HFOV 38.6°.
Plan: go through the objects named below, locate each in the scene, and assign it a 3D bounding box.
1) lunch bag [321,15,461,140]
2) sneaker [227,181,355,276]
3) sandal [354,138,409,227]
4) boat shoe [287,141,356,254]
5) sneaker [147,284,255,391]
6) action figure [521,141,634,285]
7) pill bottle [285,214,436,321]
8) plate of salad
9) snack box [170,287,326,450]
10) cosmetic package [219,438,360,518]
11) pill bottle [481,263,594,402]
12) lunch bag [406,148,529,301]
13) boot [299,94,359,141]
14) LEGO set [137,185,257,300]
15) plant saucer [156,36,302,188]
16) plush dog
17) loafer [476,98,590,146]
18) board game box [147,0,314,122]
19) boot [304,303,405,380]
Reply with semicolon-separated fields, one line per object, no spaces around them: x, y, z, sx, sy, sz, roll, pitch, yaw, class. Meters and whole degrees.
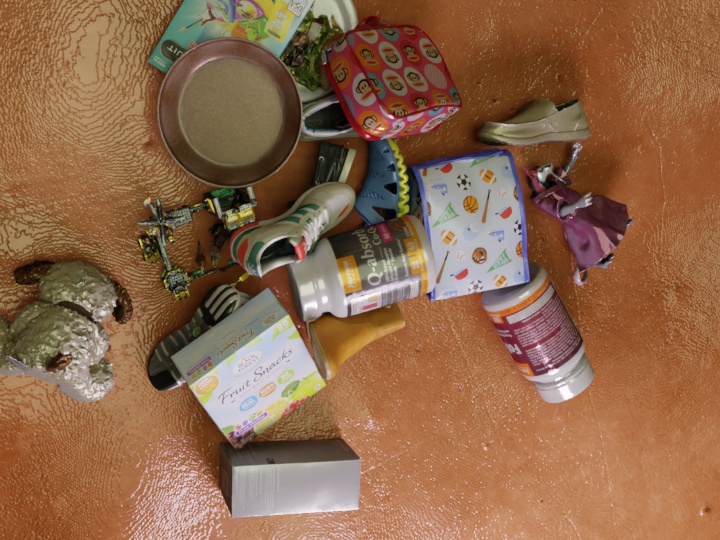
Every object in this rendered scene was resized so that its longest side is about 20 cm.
0.042;-0.281;1.461;0.199;0.082;0.178;-16;76;-47;lunch bag
-0.080;-0.050;1.414;0.198;0.093;0.071;-28;127;-16;sneaker
0.028;-0.103;1.540;0.086;0.079;0.203;-8;99;-12;sandal
-0.073;-0.096;1.510;0.065;0.075;0.201;24;101;-5;boat shoe
-0.213;0.106;1.496;0.200;0.075;0.115;-44;152;20;sneaker
0.331;-0.101;1.641;0.199;0.135;0.149;34;130;-7;action figure
0.000;0.000;1.464;0.197;0.116;0.118;-16;102;-10;pill bottle
-0.093;-0.344;1.480;0.197;0.048;0.203;-3;99;-17;plate of salad
-0.155;0.145;1.467;0.168;0.068;0.201;-36;142;-9;snack box
-0.105;0.309;1.539;0.197;0.107;0.092;-3;99;-19;cosmetic package
0.284;0.101;1.628;0.114;0.114;0.201;-34;106;-10;pill bottle
0.158;-0.076;1.560;0.168;0.124;0.203;-12;109;-14;lunch bag
-0.005;-0.225;1.499;0.197;0.095;0.075;-16;102;-15;boot
-0.209;-0.042;1.449;0.197;0.116;0.156;-12;101;-15;LEGO set
-0.177;-0.215;1.405;0.197;0.037;0.203;-1;102;-4;plant saucer
-0.403;0.067;1.404;0.198;0.160;0.174;22;64;-21;plush dog
0.267;-0.231;1.600;0.198;0.075;0.069;-8;99;-26;loafer
-0.178;-0.332;1.424;0.150;0.047;0.201;32;97;-8;board game box
-0.004;0.089;1.489;0.142;0.201;0.072;-11;109;-5;boot
